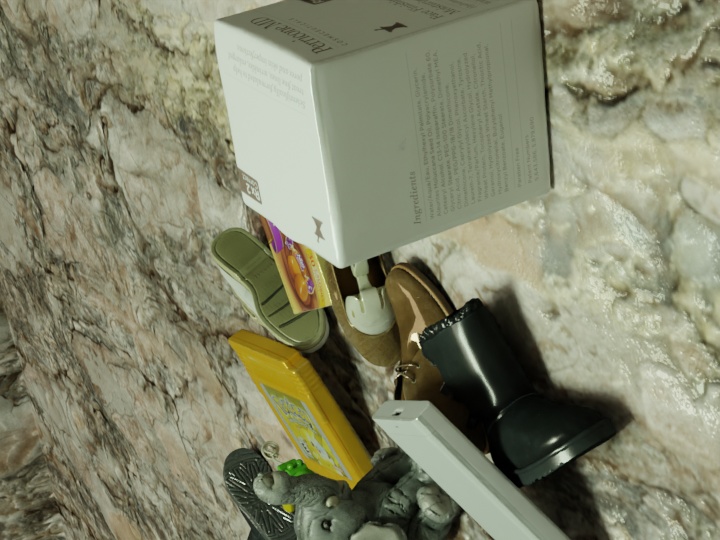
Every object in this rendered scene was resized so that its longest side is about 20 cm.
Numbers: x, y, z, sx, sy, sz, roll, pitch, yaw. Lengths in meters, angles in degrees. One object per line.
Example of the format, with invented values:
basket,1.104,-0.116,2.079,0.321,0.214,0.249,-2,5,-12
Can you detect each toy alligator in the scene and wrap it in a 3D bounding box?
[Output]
toy alligator,-0.072,0.262,1.785,0.200,0.059,0.054,48,148,40

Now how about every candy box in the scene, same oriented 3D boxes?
candy box,-0.061,-0.060,1.523,0.117,0.056,0.200,-14,97,66

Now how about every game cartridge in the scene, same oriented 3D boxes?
game cartridge,-0.063,0.164,1.657,0.200,0.032,0.176,58,161,-21

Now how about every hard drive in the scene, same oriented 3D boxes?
hard drive,0.104,0.191,1.268,0.200,0.026,0.132,45,166,-8

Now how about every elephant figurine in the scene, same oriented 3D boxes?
elephant figurine,-0.010,0.257,1.480,0.155,0.200,0.142,65,155,10

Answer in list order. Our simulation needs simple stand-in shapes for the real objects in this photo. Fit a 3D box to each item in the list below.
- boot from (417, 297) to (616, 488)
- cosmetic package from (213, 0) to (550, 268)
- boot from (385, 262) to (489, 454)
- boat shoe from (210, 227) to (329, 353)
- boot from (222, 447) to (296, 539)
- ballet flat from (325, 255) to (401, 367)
boot,0.126,0.098,1.227,0.163,0.073,0.198,62,161,9
cosmetic package,0.018,-0.128,1.130,0.165,0.200,0.165,33,137,53
boot,0.060,0.089,1.362,0.200,0.075,0.074,67,157,10
boat shoe,-0.097,0.030,1.662,0.200,0.075,0.068,49,168,36
boot,-0.144,0.363,2.022,0.165,0.066,0.200,58,158,29
ballet flat,0.000,0.000,1.424,0.072,0.068,0.200,162,94,-83
